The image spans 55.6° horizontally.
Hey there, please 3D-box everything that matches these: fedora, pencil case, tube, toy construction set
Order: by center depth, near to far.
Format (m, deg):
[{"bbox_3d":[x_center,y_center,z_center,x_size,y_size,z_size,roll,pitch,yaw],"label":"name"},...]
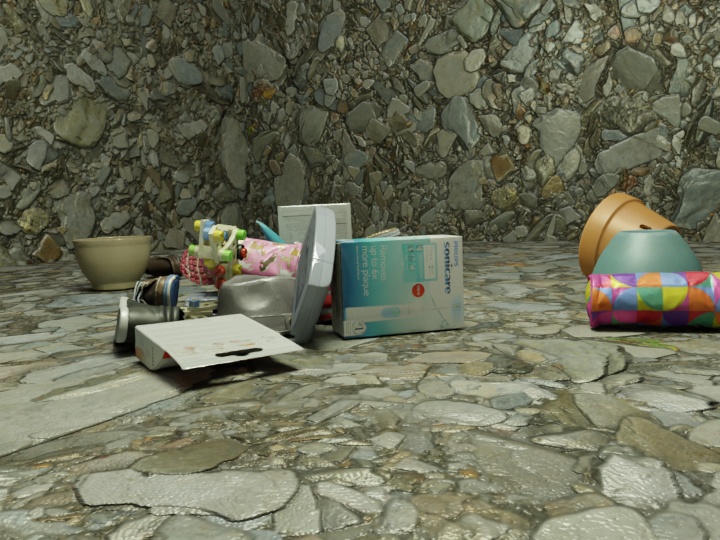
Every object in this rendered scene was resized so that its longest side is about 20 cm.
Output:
[{"bbox_3d":[0.437,0.047,1.012,0.198,0.089,0.088,2,7,16],"label":"pencil case"},{"bbox_3d":[-0.165,0.053,1.112,0.199,0.091,0.176,-7,7,-38],"label":"fedora"},{"bbox_3d":[-0.244,0.005,1.151,0.091,0.201,0.131,20,21,5],"label":"toy construction set"},{"bbox_3d":[-0.193,-0.018,1.247,0.198,0.083,0.087,9,40,13],"label":"pencil case"},{"bbox_3d":[-0.133,-0.018,1.315,0.050,0.200,0.077,-41,13,-9],"label":"tube"}]

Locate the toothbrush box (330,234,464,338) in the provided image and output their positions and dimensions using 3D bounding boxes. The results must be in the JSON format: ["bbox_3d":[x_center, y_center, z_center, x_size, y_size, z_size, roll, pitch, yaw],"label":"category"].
[{"bbox_3d":[0.057,0.021,1.073,0.198,0.148,0.085,-3,5,-16],"label":"toothbrush box"}]

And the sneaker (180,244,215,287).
[{"bbox_3d":[-0.255,-0.002,1.337,0.198,0.081,0.075,6,-9,5],"label":"sneaker"}]

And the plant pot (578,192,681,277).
[{"bbox_3d":[0.586,-0.051,1.464,0.199,0.202,0.140,-6,24,-36],"label":"plant pot"}]

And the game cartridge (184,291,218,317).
[{"bbox_3d":[-0.225,0.059,1.291,0.198,0.041,0.133,-3,9,-7],"label":"game cartridge"}]

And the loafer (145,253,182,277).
[{"bbox_3d":[-0.596,-0.004,2.036,0.071,0.074,0.199,-22,12,-41],"label":"loafer"}]

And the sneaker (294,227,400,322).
[{"bbox_3d":[-0.003,0.014,1.168,0.199,0.113,0.071,-29,-5,10],"label":"sneaker"}]

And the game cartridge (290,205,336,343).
[{"bbox_3d":[-0.071,-0.004,1.040,0.041,0.134,0.201,11,38,-9],"label":"game cartridge"}]

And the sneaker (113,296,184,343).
[{"bbox_3d":[-0.326,0.083,1.055,0.098,0.071,0.200,7,-2,-21],"label":"sneaker"}]

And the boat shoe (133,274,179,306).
[{"bbox_3d":[-0.347,0.051,1.153,0.072,0.073,0.200,11,-19,-13],"label":"boat shoe"}]

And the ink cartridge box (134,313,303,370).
[{"bbox_3d":[-0.188,0.106,0.892,0.161,0.051,0.200,-5,15,-33],"label":"ink cartridge box"}]

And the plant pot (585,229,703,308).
[{"bbox_3d":[0.490,0.000,1.170,0.198,0.136,0.200,-2,5,0],"label":"plant pot"}]

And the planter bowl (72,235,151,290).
[{"bbox_3d":[-0.654,-0.019,1.814,0.198,0.136,0.200,-2,6,0],"label":"planter bowl"}]

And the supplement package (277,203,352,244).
[{"bbox_3d":[-0.093,-0.037,1.433,0.149,0.202,0.152,-3,5,-4],"label":"supplement package"}]
